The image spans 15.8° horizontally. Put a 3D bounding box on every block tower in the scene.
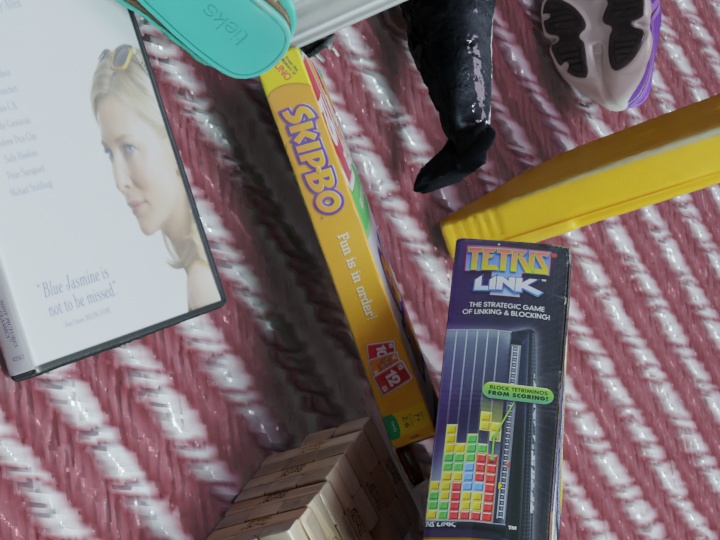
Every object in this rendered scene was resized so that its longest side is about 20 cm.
[{"bbox_3d":[-0.041,0.140,1.071,0.058,0.054,0.200,62,33,-15],"label":"block tower"}]

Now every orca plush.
[{"bbox_3d":[0.028,-0.134,1.329,0.105,0.070,0.202,114,-19,-66],"label":"orca plush"}]

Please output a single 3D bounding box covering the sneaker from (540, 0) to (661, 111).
[{"bbox_3d":[0.139,-0.188,1.517,0.083,0.080,0.202,38,51,-67],"label":"sneaker"}]

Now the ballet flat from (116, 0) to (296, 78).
[{"bbox_3d":[-0.102,-0.152,1.085,0.200,0.067,0.071,38,20,-44],"label":"ballet flat"}]

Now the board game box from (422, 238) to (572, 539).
[{"bbox_3d":[0.061,0.111,1.157,0.201,0.056,0.166,86,8,-54],"label":"board game box"}]

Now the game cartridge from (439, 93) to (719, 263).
[{"bbox_3d":[0.155,-0.058,1.336,0.176,0.199,0.033,-29,97,-58],"label":"game cartridge"}]

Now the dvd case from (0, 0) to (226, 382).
[{"bbox_3d":[-0.127,-0.066,1.068,0.142,0.017,0.201,-20,93,-58],"label":"dvd case"}]

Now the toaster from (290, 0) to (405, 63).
[{"bbox_3d":[-0.023,-0.187,1.184,0.201,0.128,0.114,58,35,-23],"label":"toaster"}]

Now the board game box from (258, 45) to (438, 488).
[{"bbox_3d":[0.000,0.000,1.182,0.096,0.030,0.201,23,50,-84],"label":"board game box"}]
